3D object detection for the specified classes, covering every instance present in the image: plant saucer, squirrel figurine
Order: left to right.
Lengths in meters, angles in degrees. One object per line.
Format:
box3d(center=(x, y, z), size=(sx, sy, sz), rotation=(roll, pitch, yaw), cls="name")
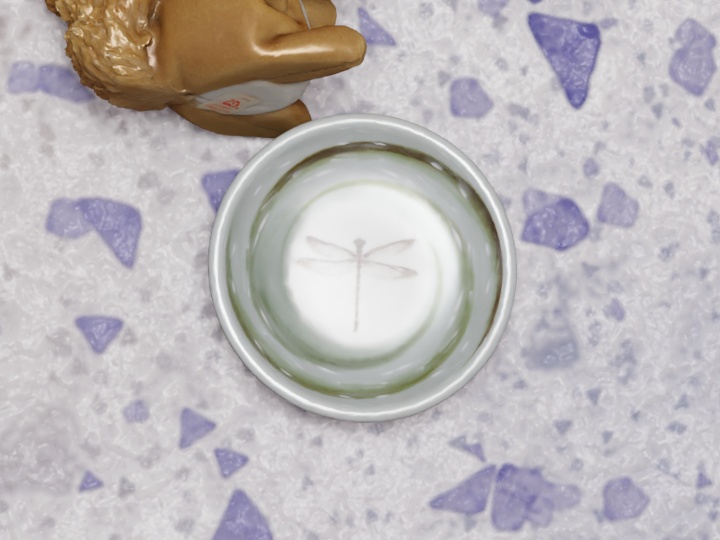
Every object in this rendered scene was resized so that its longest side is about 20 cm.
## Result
box3d(center=(-0.103, -0.194, 0.980), size=(0.200, 0.142, 0.187), rotation=(-1, 75, -11), cls="squirrel figurine")
box3d(center=(0.000, 0.000, 1.006), size=(0.200, 0.050, 0.200), rotation=(1, 81, -8), cls="plant saucer")
